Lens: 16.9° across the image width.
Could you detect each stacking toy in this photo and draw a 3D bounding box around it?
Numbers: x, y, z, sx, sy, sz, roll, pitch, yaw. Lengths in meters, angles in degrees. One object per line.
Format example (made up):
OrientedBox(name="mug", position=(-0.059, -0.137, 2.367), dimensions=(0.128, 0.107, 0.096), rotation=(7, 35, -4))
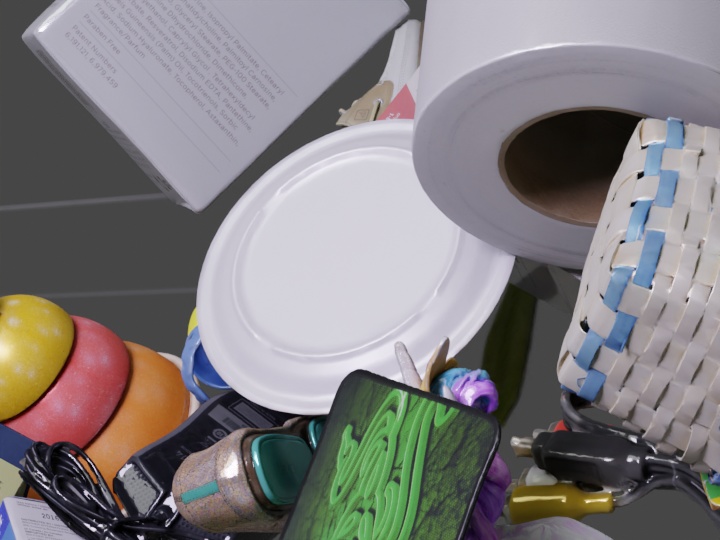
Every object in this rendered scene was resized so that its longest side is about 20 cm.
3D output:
OrientedBox(name="stacking toy", position=(-0.205, 0.063, 1.512), dimensions=(0.145, 0.200, 0.147), rotation=(-25, 38, 21))

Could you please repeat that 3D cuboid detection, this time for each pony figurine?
OrientedBox(name="pony figurine", position=(0.043, 0.159, 1.212), dimensions=(0.193, 0.166, 0.201), rotation=(43, 114, 27))

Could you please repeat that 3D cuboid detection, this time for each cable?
OrientedBox(name="cable", position=(0.160, 0.108, 1.272), dimensions=(0.199, 0.051, 0.097), rotation=(9, 44, 34))

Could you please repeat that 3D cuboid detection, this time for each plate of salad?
OrientedBox(name="plate of salad", position=(0.000, 0.000, 1.378), dimensions=(0.199, 0.048, 0.201), rotation=(-14, 52, 18))

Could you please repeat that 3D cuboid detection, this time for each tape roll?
OrientedBox(name="tape roll", position=(0.131, -0.110, 1.282), dimensions=(0.202, 0.203, 0.140), rotation=(-15, 51, 32))

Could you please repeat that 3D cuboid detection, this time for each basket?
OrientedBox(name="basket", position=(0.206, 0.020, 1.176), dimensions=(0.198, 0.140, 0.177), rotation=(18, 44, 5))

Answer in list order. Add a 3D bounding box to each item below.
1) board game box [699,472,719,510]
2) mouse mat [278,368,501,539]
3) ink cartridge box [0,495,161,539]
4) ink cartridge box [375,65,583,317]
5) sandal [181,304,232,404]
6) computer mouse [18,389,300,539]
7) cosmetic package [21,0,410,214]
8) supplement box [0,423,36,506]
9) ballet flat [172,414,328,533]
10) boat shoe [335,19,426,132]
OrientedBox(name="board game box", position=(0.211, 0.048, 1.256), dimensions=(0.095, 0.030, 0.201), rotation=(-17, 35, 8))
OrientedBox(name="mouse mat", position=(-0.006, 0.151, 1.169), dimensions=(0.161, 0.007, 0.201), rotation=(14, 80, 61))
OrientedBox(name="ink cartridge box", position=(-0.136, 0.201, 1.344), dimensions=(0.077, 0.136, 0.200), rotation=(-65, 28, 23))
OrientedBox(name="ink cartridge box", position=(0.107, -0.053, 1.424), dimensions=(0.199, 0.068, 0.117), rotation=(30, 75, 33))
OrientedBox(name="sandal", position=(-0.038, 0.030, 1.473), dimensions=(0.200, 0.080, 0.087), rotation=(-37, 9, 31))
OrientedBox(name="computer mouse", position=(-0.093, 0.128, 1.400), dimensions=(0.138, 0.053, 0.199), rotation=(37, 36, 24))
OrientedBox(name="cosmetic package", position=(-0.102, -0.168, 1.650), dimensions=(0.200, 0.166, 0.167), rotation=(-44, 10, -4))
OrientedBox(name="supplement box", position=(-0.303, 0.188, 1.453), dimensions=(0.201, 0.134, 0.200), rotation=(-63, 1, -27))
OrientedBox(name="ballet flat", position=(-0.044, 0.115, 1.323), dimensions=(0.067, 0.200, 0.069), rotation=(-23, 74, 20))
OrientedBox(name="boat shoe", position=(0.017, -0.087, 1.559), dimensions=(0.068, 0.075, 0.201), rotation=(-3, 46, 12))
